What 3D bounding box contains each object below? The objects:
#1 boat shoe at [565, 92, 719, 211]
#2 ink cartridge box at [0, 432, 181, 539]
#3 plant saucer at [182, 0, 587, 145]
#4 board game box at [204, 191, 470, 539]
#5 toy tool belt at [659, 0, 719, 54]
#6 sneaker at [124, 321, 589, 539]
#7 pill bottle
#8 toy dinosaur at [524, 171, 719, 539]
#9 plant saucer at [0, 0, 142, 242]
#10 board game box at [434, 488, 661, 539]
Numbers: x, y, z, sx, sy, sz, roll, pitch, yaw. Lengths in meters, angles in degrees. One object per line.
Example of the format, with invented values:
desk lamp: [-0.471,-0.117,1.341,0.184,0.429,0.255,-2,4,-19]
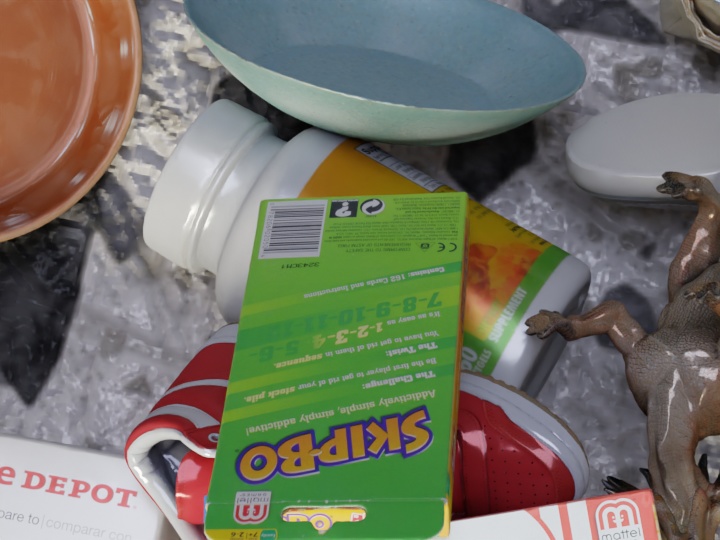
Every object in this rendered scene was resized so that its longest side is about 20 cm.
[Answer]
boat shoe: [0.199,-0.047,1.043,0.198,0.069,0.072,-8,38,-8]
ink cartridge box: [-0.168,0.178,0.977,0.145,0.084,0.202,9,73,5]
plant saucer: [0.010,-0.100,1.034,0.199,0.201,0.039,14,115,7]
board game box: [-0.006,0.041,0.877,0.095,0.030,0.201,-2,40,8]
toy tool belt: [0.250,-0.155,1.045,0.198,0.123,0.126,7,73,5]
sneaker: [-0.008,0.088,0.924,0.199,0.072,0.112,13,33,25]
pill bottle: [0.000,0.000,1.013,0.199,0.111,0.112,29,76,11]
toy dinosaur: [0.160,0.043,0.966,0.085,0.136,0.200,10,47,43]
plant saucer: [-0.209,-0.111,1.066,0.199,0.032,0.202,1,87,-20]
board game box: [0.047,0.138,0.918,0.150,0.200,0.047,-9,78,-1]
